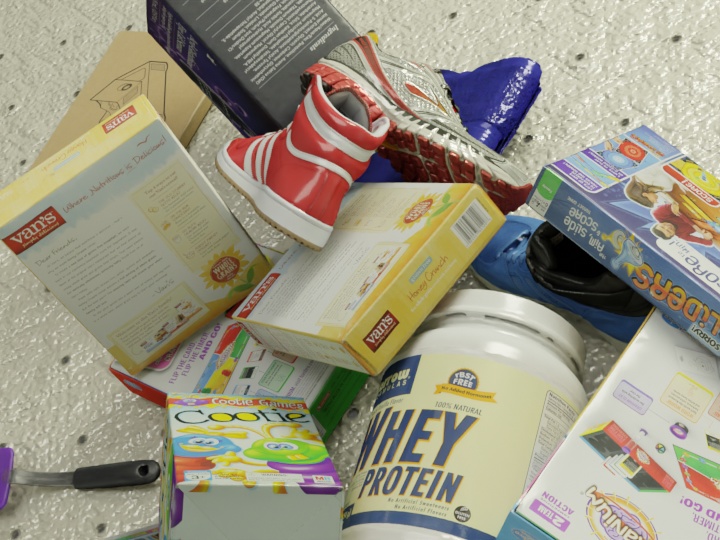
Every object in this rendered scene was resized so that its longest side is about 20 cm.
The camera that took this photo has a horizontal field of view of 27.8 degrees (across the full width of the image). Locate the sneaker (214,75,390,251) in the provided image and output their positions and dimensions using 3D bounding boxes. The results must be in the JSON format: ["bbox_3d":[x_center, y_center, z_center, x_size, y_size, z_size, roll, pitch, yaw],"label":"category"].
[{"bbox_3d":[-0.044,-0.094,1.087,0.113,0.071,0.200,-59,27,7],"label":"sneaker"}]

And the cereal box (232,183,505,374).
[{"bbox_3d":[0.000,0.000,1.036,0.144,0.040,0.200,-49,21,-15],"label":"cereal box"}]

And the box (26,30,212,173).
[{"bbox_3d":[-0.223,-0.152,1.425,0.163,0.021,0.201,10,61,33],"label":"box"}]

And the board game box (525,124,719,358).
[{"bbox_3d":[0.226,-0.016,0.976,0.200,0.035,0.135,42,39,24],"label":"board game box"}]

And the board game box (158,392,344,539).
[{"bbox_3d":[-0.078,0.157,0.958,0.104,0.104,0.200,3,10,-10],"label":"board game box"}]

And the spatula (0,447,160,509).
[{"bbox_3d":[-0.249,0.169,1.188,0.199,0.021,0.057,-7,65,21],"label":"spatula"}]

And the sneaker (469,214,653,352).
[{"bbox_3d":[0.140,-0.016,1.064,0.077,0.111,0.200,-46,47,-11],"label":"sneaker"}]

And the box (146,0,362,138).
[{"bbox_3d":[-0.078,-0.183,1.223,0.104,0.148,0.200,-42,89,-11],"label":"box"}]

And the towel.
[{"bbox_3d":[0.060,-0.084,1.196,0.147,0.050,0.200,2,54,54],"label":"towel"}]

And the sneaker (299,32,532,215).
[{"bbox_3d":[0.051,-0.116,1.102,0.200,0.078,0.082,38,68,17],"label":"sneaker"}]

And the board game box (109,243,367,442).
[{"bbox_3d":[-0.085,0.058,1.165,0.199,0.040,0.153,20,66,37],"label":"board game box"}]

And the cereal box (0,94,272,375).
[{"bbox_3d":[-0.169,-0.022,1.095,0.144,0.200,0.040,-34,47,-1],"label":"cereal box"}]

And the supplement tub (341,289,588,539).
[{"bbox_3d":[0.072,0.129,0.964,0.144,0.145,0.201,0,55,28],"label":"supplement tub"}]

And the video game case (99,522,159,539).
[{"bbox_3d":[-0.100,0.223,0.980,0.199,0.182,0.024,19,106,37],"label":"video game case"}]

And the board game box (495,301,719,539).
[{"bbox_3d":[0.198,0.129,0.890,0.153,0.040,0.200,34,55,13],"label":"board game box"}]
